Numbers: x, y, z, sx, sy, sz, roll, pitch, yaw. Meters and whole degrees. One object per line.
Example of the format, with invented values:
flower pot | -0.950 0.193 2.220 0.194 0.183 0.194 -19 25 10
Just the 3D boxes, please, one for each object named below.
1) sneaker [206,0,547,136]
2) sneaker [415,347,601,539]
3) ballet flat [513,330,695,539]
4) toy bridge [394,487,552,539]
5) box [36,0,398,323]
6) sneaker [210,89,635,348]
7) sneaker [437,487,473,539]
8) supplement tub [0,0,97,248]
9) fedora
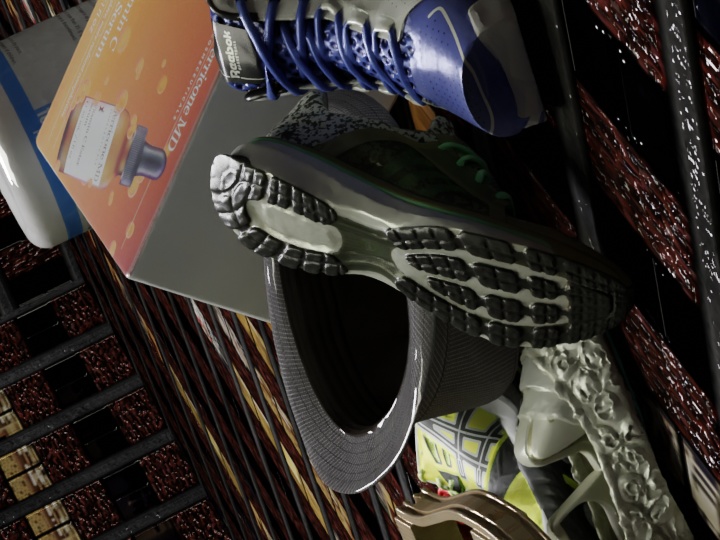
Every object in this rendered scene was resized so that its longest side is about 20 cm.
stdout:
sneaker | -0.003 -0.104 1.225 0.199 0.115 0.081 51 165 53
sneaker | 0.075 0.099 1.401 0.075 0.076 0.200 32 -160 -39
ballet flat | 0.112 0.096 1.291 0.201 0.072 0.072 65 171 -4
toy bridge | 0.075 0.143 1.313 0.200 0.027 0.067 28 145 57
box | -0.086 -0.086 1.536 0.106 0.153 0.200 18 -164 -29
sneaker | 0.036 -0.035 1.225 0.199 0.089 0.077 21 147 14
sneaker | 0.070 0.115 1.508 0.200 0.085 0.077 59 169 26
supplement tub | -0.141 -0.111 1.706 0.132 0.199 0.132 61 171 17
fedora | 0.024 0.007 1.363 0.177 0.090 0.201 -53 48 53
